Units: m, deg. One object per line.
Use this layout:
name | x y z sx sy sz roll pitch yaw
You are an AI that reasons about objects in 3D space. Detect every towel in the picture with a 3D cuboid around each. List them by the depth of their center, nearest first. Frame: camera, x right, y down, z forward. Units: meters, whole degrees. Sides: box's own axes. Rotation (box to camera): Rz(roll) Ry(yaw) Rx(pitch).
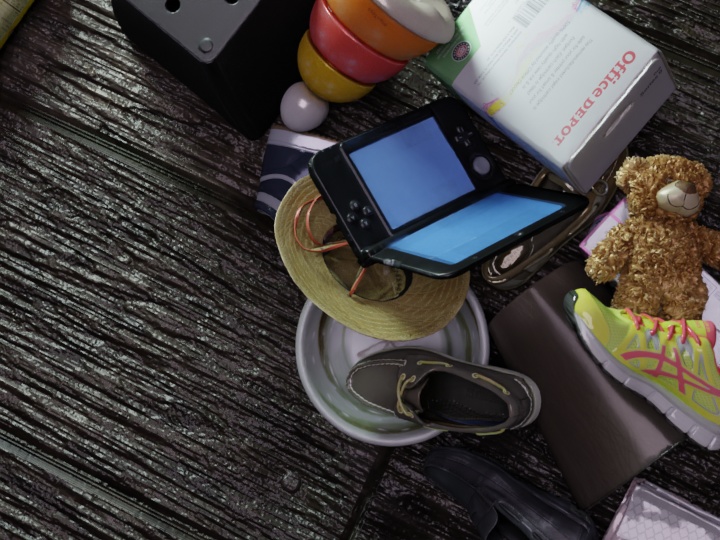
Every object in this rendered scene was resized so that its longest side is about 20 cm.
towel | 0.318 0.331 1.355 0.199 0.032 0.192 25 91 11

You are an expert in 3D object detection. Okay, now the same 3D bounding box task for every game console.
game console | 0.083 -0.084 1.305 0.199 0.116 0.177 -26 83 -33

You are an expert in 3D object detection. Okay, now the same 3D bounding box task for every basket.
basket | 0.227 0.102 1.337 0.180 0.136 0.200 -40 76 20

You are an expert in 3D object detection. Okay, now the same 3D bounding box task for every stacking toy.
stacking toy | -0.017 -0.219 1.369 0.146 0.146 0.200 48 115 9

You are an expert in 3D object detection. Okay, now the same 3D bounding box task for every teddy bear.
teddy bear | 0.276 -0.006 1.251 0.144 0.067 0.201 23 91 8

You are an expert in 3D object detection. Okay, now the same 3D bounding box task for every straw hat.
straw hat | 0.000 0.000 1.349 0.200 0.085 0.202 11 56 -17

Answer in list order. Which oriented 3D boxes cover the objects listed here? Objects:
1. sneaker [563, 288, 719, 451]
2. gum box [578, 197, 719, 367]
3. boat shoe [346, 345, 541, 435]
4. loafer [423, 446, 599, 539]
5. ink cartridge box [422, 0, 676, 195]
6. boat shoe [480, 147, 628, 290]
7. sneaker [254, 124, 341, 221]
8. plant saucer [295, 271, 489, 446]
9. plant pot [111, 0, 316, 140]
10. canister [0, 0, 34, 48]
sneaker | 0.263 0.067 1.201 0.200 0.078 0.090 36 105 -17
gum box | 0.297 0.018 1.337 0.200 0.113 0.066 45 94 9
boat shoe | 0.070 0.116 1.327 0.201 0.060 0.073 7 98 27
loafer | 0.136 0.235 1.346 0.200 0.068 0.070 25 62 33
ink cartridge box | 0.186 -0.194 1.358 0.200 0.087 0.146 41 94 31
boat shoe | 0.195 -0.063 1.387 0.073 0.063 0.201 45 94 10
sneaker | -0.016 -0.073 1.419 0.199 0.070 0.109 17 84 17
plant saucer | 0.035 0.078 1.411 0.199 0.050 0.202 -1 86 10
plant pot | -0.138 -0.279 1.402 0.200 0.177 0.200 40 94 9
canister | -0.434 -0.304 1.501 0.148 0.087 0.200 36 91 10
